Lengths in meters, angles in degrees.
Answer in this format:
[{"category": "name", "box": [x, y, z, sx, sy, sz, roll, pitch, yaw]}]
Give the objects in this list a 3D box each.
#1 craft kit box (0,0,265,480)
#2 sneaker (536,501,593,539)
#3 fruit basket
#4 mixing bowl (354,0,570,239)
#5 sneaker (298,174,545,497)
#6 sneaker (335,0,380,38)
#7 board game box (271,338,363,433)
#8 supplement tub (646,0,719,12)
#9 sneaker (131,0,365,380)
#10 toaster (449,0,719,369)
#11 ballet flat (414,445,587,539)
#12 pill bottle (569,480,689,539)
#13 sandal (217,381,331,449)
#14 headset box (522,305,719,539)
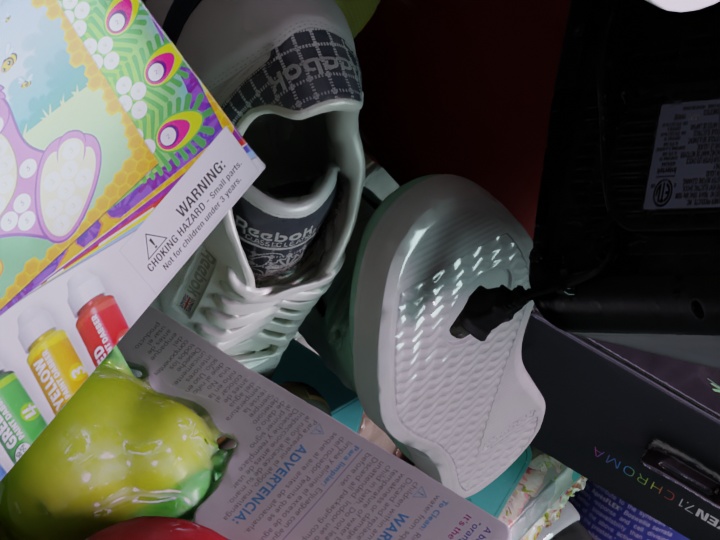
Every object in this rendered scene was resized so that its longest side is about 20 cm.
[{"category": "craft kit box", "box": [-0.141, -0.019, 0.689, 0.200, 0.048, 0.198, -51, 133, -14]}, {"category": "sneaker", "box": [0.048, 0.202, 1.188, 0.200, 0.099, 0.071, -40, 166, -6]}, {"category": "fruit basket", "box": [-0.084, 0.100, 0.787, 0.185, 0.199, 0.094, -47, 150, -20]}, {"category": "mixing bowl", "box": [0.102, -0.055, 0.933, 0.199, 0.109, 0.201, -17, 145, -12]}, {"category": "sneaker", "box": [0.000, 0.000, 0.906, 0.074, 0.118, 0.201, -41, 158, -12]}, {"category": "sneaker", "box": [0.021, -0.147, 0.840, 0.075, 0.076, 0.201, -7, 126, -58]}, {"category": "board game box", "box": [-0.090, 0.127, 0.970, 0.200, 0.047, 0.152, -27, 140, -45]}, {"category": "supplement tub", "box": [0.028, -0.166, 0.698, 0.145, 0.200, 0.146, -39, 148, -31]}, {"category": "sneaker", "box": [-0.041, -0.008, 0.848, 0.076, 0.081, 0.201, -15, 139, -24]}, {"category": "toaster", "box": [0.142, -0.055, 0.772, 0.118, 0.200, 0.182, 18, 79, -33]}, {"category": "ballet flat", "box": [0.073, 0.075, 1.174, 0.200, 0.076, 0.064, -41, 170, -16]}, {"category": "pill bottle", "box": [0.150, 0.088, 1.254, 0.112, 0.112, 0.201, -10, 127, -55]}, {"category": "sandal", "box": [-0.037, 0.121, 0.938, 0.082, 0.054, 0.201, -27, 140, -43]}, {"category": "headset box", "box": [0.172, 0.023, 1.103, 0.200, 0.174, 0.093, -53, 168, -32]}]
